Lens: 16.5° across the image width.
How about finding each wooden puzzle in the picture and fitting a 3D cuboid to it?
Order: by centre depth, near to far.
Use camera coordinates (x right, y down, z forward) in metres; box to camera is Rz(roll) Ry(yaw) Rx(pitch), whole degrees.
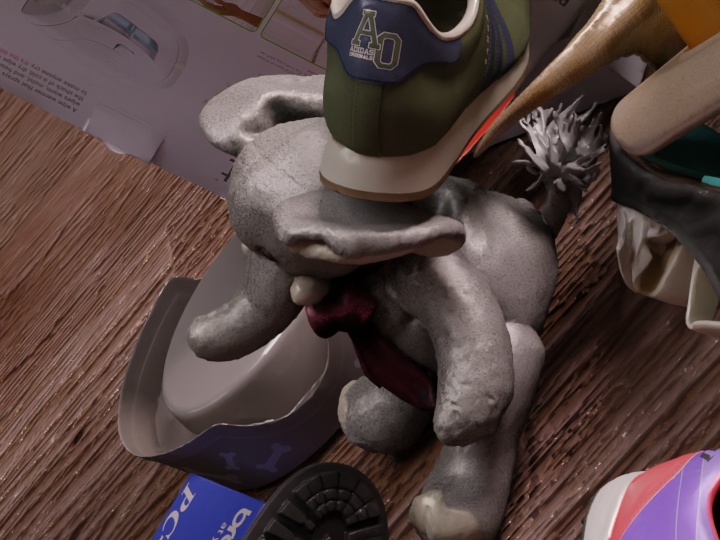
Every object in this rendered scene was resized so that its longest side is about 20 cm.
[{"bbox_3d":[0.194,-0.140,0.972,0.185,0.046,0.200,-32,9,43],"label":"wooden puzzle"}]

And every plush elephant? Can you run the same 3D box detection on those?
[{"bbox_3d":[0.000,0.000,1.046,0.165,0.155,0.200,-118,48,-64],"label":"plush elephant"}]

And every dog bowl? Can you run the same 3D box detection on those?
[{"bbox_3d":[-0.042,0.024,1.274,0.200,0.059,0.200,-43,26,27],"label":"dog bowl"}]

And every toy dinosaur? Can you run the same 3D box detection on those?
[{"bbox_3d":[0.120,-0.122,1.024,0.058,0.101,0.200,11,34,39],"label":"toy dinosaur"}]

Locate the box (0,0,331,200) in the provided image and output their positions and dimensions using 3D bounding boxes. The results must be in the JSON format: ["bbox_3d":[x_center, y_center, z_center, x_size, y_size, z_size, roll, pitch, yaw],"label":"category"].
[{"bbox_3d":[-0.080,-0.146,1.220,0.177,0.200,0.097,-57,19,25],"label":"box"}]

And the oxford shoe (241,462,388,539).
[{"bbox_3d":[-0.048,0.168,1.031,0.200,0.073,0.084,-68,17,5],"label":"oxford shoe"}]

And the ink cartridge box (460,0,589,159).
[{"bbox_3d":[0.066,-0.156,1.182,0.200,0.047,0.160,-51,24,23],"label":"ink cartridge box"}]

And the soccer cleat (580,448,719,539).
[{"bbox_3d":[0.108,0.139,0.815,0.073,0.068,0.200,-29,32,34],"label":"soccer cleat"}]

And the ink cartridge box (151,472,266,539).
[{"bbox_3d":[-0.098,0.197,1.164,0.200,0.044,0.094,-59,25,-10],"label":"ink cartridge box"}]

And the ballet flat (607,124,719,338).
[{"bbox_3d":[0.133,-0.014,0.968,0.200,0.068,0.068,-123,52,-72],"label":"ballet flat"}]

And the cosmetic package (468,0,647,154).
[{"bbox_3d":[0.086,-0.140,1.259,0.200,0.052,0.151,-19,45,55],"label":"cosmetic package"}]

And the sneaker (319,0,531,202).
[{"bbox_3d":[0.031,-0.111,1.010,0.200,0.067,0.090,-62,-22,-56],"label":"sneaker"}]
